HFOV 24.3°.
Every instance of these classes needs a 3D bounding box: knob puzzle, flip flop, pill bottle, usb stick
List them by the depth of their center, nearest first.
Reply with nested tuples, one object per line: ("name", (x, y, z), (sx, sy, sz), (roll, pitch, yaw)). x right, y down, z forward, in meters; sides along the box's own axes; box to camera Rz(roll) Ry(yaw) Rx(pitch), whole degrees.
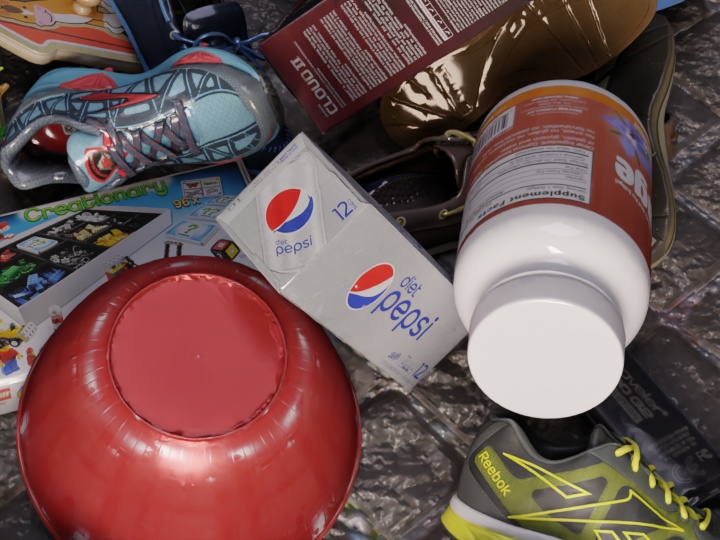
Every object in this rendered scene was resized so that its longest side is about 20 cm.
("pill bottle", (0.113, -0.013, 0.967), (0.111, 0.113, 0.201), (9, 40, 3))
("usb stick", (0.146, 0.067, 1.009), (0.055, 0.033, 0.200), (-22, 56, -28))
("flip flop", (0.180, -0.083, 1.114), (0.081, 0.058, 0.201), (-13, 60, 23))
("knob puzzle", (-0.229, -0.218, 1.154), (0.218, 0.031, 0.220), (18, 40, -16))

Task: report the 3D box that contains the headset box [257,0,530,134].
("headset box", (0.034, -0.182, 1.087), (0.077, 0.199, 0.149), (52, 30, -12))

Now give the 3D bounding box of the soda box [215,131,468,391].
("soda box", (0.000, 0.000, 0.942), (0.068, 0.200, 0.063), (-44, 61, 3))

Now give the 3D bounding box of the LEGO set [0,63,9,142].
("LEGO set", (-0.327, -0.149, 1.090), (0.153, 0.116, 0.200), (-24, 58, -21))

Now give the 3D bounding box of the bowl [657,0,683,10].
("bowl", (0.160, -0.242, 1.209), (0.199, 0.040, 0.201), (-3, 34, 2))

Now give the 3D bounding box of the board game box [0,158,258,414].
("board game box", (-0.148, 0.007, 1.033), (0.199, 0.035, 0.127), (-14, 55, -15))

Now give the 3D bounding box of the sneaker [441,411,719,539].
("sneaker", (0.146, 0.132, 0.909), (0.199, 0.085, 0.074), (12, 7, 6))

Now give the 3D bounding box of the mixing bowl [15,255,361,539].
("mixing bowl", (-0.091, 0.069, 0.919), (0.199, 0.109, 0.201), (3, 64, -6))

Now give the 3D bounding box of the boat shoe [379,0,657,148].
("boat shoe", (0.102, -0.150, 1.123), (0.199, 0.072, 0.072), (-31, 14, 9))

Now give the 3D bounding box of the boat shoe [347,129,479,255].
("boat shoe", (0.053, -0.055, 1.080), (0.199, 0.060, 0.072), (-23, 56, -21))

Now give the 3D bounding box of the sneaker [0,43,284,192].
("sneaker", (-0.140, -0.080, 1.047), (0.199, 0.080, 0.096), (-4, 35, 30))

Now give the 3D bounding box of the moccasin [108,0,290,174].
("moccasin", (-0.109, -0.155, 1.112), (0.200, 0.068, 0.080), (53, 36, 11))
